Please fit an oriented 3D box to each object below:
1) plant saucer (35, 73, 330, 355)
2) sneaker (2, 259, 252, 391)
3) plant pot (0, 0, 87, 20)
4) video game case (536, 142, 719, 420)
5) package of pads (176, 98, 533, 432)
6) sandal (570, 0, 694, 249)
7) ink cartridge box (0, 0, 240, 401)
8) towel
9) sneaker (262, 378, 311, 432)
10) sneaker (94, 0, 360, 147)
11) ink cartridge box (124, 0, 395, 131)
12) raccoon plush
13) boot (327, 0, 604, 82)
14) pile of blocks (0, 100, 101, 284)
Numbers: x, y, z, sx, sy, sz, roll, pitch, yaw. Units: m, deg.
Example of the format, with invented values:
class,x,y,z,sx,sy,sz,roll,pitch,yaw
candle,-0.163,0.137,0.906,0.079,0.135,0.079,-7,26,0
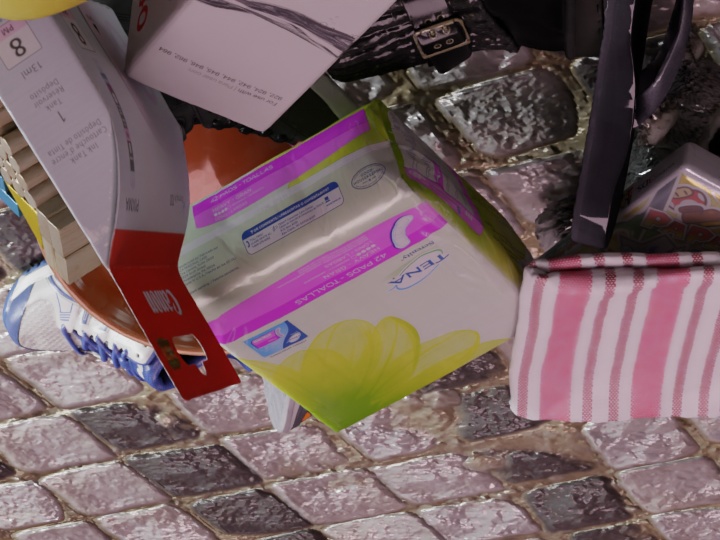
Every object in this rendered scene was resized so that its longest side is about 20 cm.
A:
class,x,y,z,sx,sy,sz,roll,pitch,yaw
plant saucer,-0.090,-0.047,1.341,0.199,0.032,0.201,0,113,0
sneaker,-0.149,0.036,1.512,0.199,0.089,0.075,-11,148,23
plant pot,-0.143,-0.239,0.972,0.200,0.201,0.189,-21,127,33
video game case,0.211,0.019,1.329,0.199,0.023,0.182,27,142,-18
package of pads,0.000,0.000,1.269,0.154,0.068,0.200,-28,148,14
sandal,0.148,-0.106,1.214,0.043,0.076,0.201,13,119,11
ink cartridge box,-0.105,-0.040,1.111,0.057,0.200,0.163,-36,176,6
towel,0.184,0.041,1.295,0.199,0.030,0.147,-1,144,0
sneaker,-0.002,0.055,1.544,0.111,0.078,0.200,-8,167,-15
sneaker,-0.076,-0.086,1.250,0.200,0.099,0.071,37,176,-19
ink cartridge box,-0.027,-0.181,1.089,0.084,0.146,0.200,20,145,-24
raccoon plush,0.155,-0.057,1.341,0.199,0.097,0.134,-19,135,32
boot,0.043,-0.165,1.174,0.157,0.080,0.211,-2,149,7
pile of blocks,-0.186,-0.094,1.285,0.082,0.062,0.201,6,125,60
